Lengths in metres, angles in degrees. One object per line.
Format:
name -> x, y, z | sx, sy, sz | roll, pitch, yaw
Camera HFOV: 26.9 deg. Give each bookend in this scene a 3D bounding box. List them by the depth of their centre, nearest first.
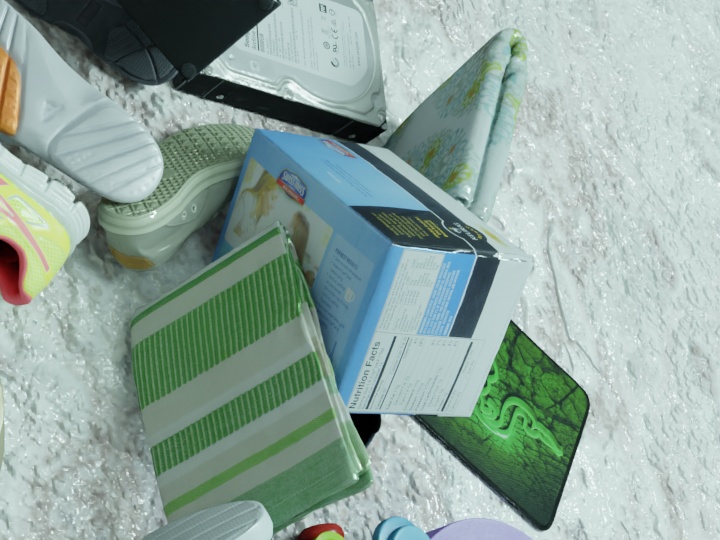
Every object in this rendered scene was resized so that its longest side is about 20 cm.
bookend -> -0.147, -0.269, 1.132 | 0.200, 0.092, 0.199 | 49, 17, -14

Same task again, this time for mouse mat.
mouse mat -> 0.118, 0.108, 1.298 | 0.200, 0.008, 0.161 | 42, 47, -18

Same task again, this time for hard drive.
hard drive -> -0.067, -0.195, 1.260 | 0.199, 0.038, 0.141 | 13, 61, -37

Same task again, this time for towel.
towel -> -0.081, 0.084, 1.008 | 0.023, 0.152, 0.201 | 32, 33, -55
towel -> 0.065, -0.082, 1.228 | 0.048, 0.171, 0.201 | 31, 52, -19

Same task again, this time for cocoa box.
cocoa box -> 0.000, 0.000, 1.086 | 0.130, 0.134, 0.200 | 5, 24, -37

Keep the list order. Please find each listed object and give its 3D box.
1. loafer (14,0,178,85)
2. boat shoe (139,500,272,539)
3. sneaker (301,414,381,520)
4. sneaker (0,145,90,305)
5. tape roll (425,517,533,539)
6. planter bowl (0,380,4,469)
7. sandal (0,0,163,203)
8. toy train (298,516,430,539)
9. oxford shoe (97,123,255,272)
loafer -> -0.213, -0.219, 1.129 | 0.200, 0.072, 0.063 | 41, 25, -26
boat shoe -> -0.134, 0.218, 0.933 | 0.199, 0.072, 0.071 | -32, 108, -6
sneaker -> -0.016, 0.095, 1.116 | 0.075, 0.084, 0.201 | 37, 38, -20
sneaker -> -0.271, -0.050, 0.977 | 0.199, 0.078, 0.091 | 34, 57, -23
tape roll -> 0.086, 0.293, 1.136 | 0.199, 0.065, 0.202 | 19, 58, -34
planter bowl -> -0.284, 0.088, 0.854 | 0.199, 0.134, 0.202 | 21, 56, -34
sandal -> -0.231, -0.114, 1.054 | 0.206, 0.059, 0.079 | 41, 71, -6
toy train -> -0.052, 0.208, 1.016 | 0.199, 0.115, 0.085 | 5, 66, -41
oxford shoe -> -0.130, -0.058, 1.125 | 0.200, 0.075, 0.058 | -47, 144, -52
